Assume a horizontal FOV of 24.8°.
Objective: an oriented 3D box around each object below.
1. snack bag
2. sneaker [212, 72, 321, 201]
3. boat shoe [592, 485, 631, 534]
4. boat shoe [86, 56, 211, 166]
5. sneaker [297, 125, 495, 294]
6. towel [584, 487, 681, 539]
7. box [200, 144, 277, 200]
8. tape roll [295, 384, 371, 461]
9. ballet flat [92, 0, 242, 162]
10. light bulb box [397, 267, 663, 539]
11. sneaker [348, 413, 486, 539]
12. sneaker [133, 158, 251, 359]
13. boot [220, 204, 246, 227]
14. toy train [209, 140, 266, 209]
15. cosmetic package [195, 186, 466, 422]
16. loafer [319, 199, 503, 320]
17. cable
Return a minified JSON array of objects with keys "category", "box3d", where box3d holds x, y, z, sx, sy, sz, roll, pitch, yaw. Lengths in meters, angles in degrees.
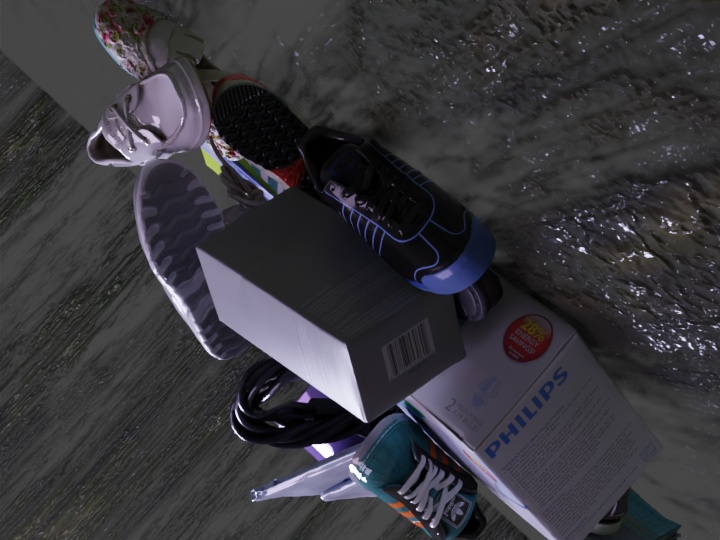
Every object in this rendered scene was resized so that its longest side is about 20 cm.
[{"category":"snack bag","box3d":[0.023,0.191,1.583,0.200,0.188,0.021,6,-117,-49]},{"category":"sneaker","box3d":[-0.052,-0.095,1.381,0.200,0.070,0.093,44,-171,-26]},{"category":"boat shoe","box3d":[0.199,0.177,1.637,0.072,0.061,0.201,-7,-142,-36]},{"category":"boat shoe","box3d":[-0.182,-0.121,1.370,0.200,0.069,0.071,-30,81,64]},{"category":"sneaker","box3d":[0.018,-0.048,1.188,0.078,0.070,0.200,39,178,-37]},{"category":"towel","box3d":[0.214,0.222,1.653,0.200,0.022,0.146,40,-148,29]},{"category":"box","box3d":[-0.107,-0.104,1.661,0.122,0.048,0.200,41,174,4]},{"category":"tape roll","box3d":[0.013,0.109,1.665,0.085,0.200,0.200,41,173,3]},{"category":"ballet flat","box3d":[-0.146,-0.174,1.438,0.064,0.076,0.200,-10,140,42]},{"category":"light bulb box","box3d":[0.111,0.097,1.337,0.198,0.125,0.200,37,172,43]},{"category":"sneaker","box3d":[0.056,0.177,1.358,0.080,0.071,0.200,34,176,27]},{"category":"sneaker","box3d":[-0.158,-0.012,1.418,0.082,0.075,0.200,33,147,48]},{"category":"boot","box3d":[-0.101,-0.014,1.731,0.200,0.064,0.186,18,161,-34]},{"category":"toy train","box3d":[-0.083,-0.012,1.448,0.200,0.085,0.116,50,143,12]},{"category":"cosmetic package","box3d":[-0.026,0.021,1.262,0.200,0.107,0.090,31,145,47]},{"category":"loafer","box3d":[0.046,-0.026,1.275,0.200,0.063,0.072,30,145,45]},{"category":"cable","box3d":[-0.023,0.115,1.472,0.200,0.163,0.051,14,-122,-41]}]
